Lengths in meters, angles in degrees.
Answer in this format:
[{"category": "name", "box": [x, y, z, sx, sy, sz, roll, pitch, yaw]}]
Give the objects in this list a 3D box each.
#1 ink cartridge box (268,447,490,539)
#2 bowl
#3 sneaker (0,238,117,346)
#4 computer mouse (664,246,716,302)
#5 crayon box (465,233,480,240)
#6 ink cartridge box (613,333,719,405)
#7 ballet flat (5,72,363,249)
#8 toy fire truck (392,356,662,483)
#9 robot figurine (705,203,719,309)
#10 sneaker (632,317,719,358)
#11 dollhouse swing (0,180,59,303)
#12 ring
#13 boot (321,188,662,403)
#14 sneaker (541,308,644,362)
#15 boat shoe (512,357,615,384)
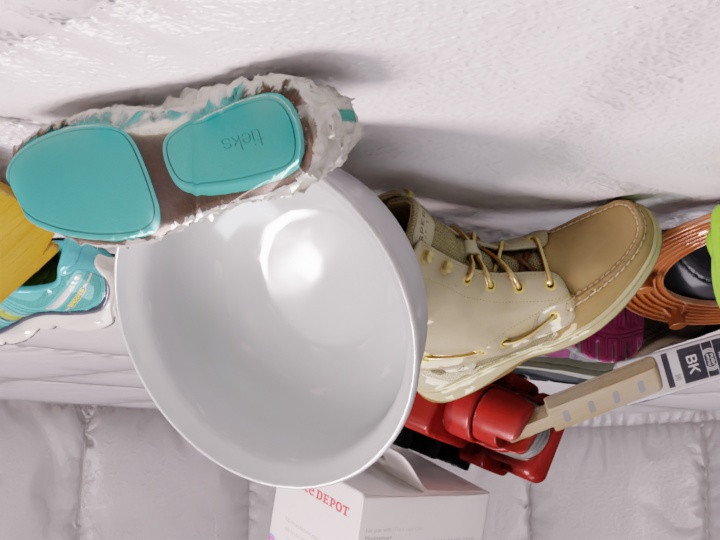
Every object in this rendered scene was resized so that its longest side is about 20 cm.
[{"category": "ink cartridge box", "box": [0.009, 0.227, 1.077, 0.124, 0.203, 0.128, 5, -173, -33]}, {"category": "bowl", "box": [-0.037, 0.014, 0.793, 0.199, 0.204, 0.090, -5, -164, 32]}, {"category": "sneaker", "box": [-0.268, 0.005, 1.079, 0.198, 0.079, 0.080, -11, 147, 31]}, {"category": "computer mouse", "box": [0.304, 0.001, 1.031, 0.198, 0.047, 0.140, 7, 170, -34]}, {"category": "crayon box", "box": [0.000, 0.000, 1.026, 0.125, 0.052, 0.199, 8, 169, -41]}, {"category": "ink cartridge box", "box": [0.300, 0.064, 1.094, 0.197, 0.040, 0.099, -18, 171, 8]}, {"category": "ballet flat", "box": [-0.082, -0.053, 0.671, 0.198, 0.073, 0.071, -5, 169, 34]}, {"category": "toy fire truck", "box": [0.126, 0.105, 1.055, 0.198, 0.130, 0.176, 20, 174, 31]}, {"category": "robot figurine", "box": [0.285, 0.000, 0.805, 0.198, 0.118, 0.174, 8, 160, -40]}, {"category": "sneaker", "box": [0.273, 0.041, 1.211, 0.074, 0.072, 0.200, -4, 175, -16]}, {"category": "dollhouse swing", "box": [-0.320, -0.042, 0.840, 0.181, 0.176, 0.200, -41, 169, -2]}, {"category": "ring", "box": [0.275, 0.002, 0.960, 0.197, 0.019, 0.201, -5, 155, -2]}, {"category": "boot", "box": [0.080, -0.006, 0.873, 0.199, 0.073, 0.155, -31, 137, 18]}, {"category": "sneaker", "box": [0.145, 0.032, 1.159, 0.197, 0.083, 0.088, 13, 168, -21]}, {"category": "boat shoe", "box": [0.135, 0.059, 1.230, 0.196, 0.076, 0.066, 10, 161, -3]}]
